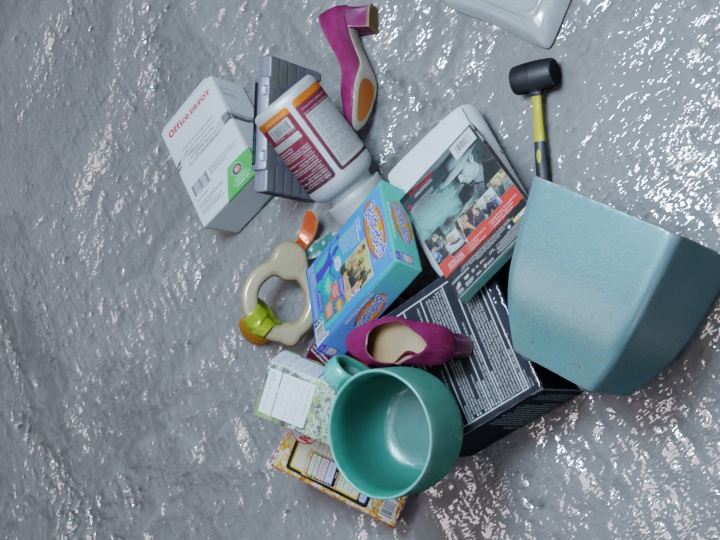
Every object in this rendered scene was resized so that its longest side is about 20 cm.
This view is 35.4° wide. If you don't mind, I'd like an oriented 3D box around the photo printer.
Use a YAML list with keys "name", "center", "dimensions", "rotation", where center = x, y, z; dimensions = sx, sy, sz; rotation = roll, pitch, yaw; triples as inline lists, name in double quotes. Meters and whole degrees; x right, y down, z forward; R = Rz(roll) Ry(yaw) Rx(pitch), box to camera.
- name: "photo printer"
  center: [0.138, -0.096, 1.527]
  dimensions: [0.166, 0.069, 0.202]
  rotation: [-41, 59, 28]

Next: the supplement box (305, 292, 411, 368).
- name: "supplement box"
  center: [-0.005, 0.107, 1.636]
  dimensions: [0.109, 0.060, 0.202]
  rotation: [39, 109, 34]

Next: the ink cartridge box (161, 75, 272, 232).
- name: "ink cartridge box"
  center: [-0.220, -0.187, 1.818]
  dimensions: [0.146, 0.083, 0.202]
  rotation: [-41, 62, 28]

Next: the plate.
- name: "plate"
  center: [0.214, -0.428, 1.525]
  dimensions: [0.198, 0.032, 0.203]
  rotation: [33, 106, 36]

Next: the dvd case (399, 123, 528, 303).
- name: "dvd case"
  center: [0.137, -0.076, 1.434]
  dimensions: [0.146, 0.022, 0.201]
  rotation: [-47, 45, 18]

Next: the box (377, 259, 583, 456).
- name: "box"
  center: [0.151, 0.110, 1.470]
  dimensions: [0.197, 0.122, 0.203]
  rotation: [-34, 64, 30]

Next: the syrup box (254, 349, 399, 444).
- name: "syrup box"
  center: [-0.034, 0.184, 1.515]
  dimensions: [0.197, 0.081, 0.080]
  rotation: [20, 101, 9]

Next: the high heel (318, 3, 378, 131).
- name: "high heel"
  center: [-0.029, -0.301, 1.680]
  dimensions: [0.094, 0.067, 0.204]
  rotation: [-2, 80, 28]

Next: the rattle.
- name: "rattle"
  center: [-0.111, 0.017, 1.749]
  dimensions: [0.128, 0.143, 0.204]
  rotation: [15, 79, 6]

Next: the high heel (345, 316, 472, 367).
- name: "high heel"
  center: [0.039, 0.088, 1.425]
  dimensions: [0.197, 0.095, 0.069]
  rotation: [-6, 81, 39]

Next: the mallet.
- name: "mallet"
  center: [0.228, -0.177, 1.492]
  dimensions: [0.065, 0.041, 0.204]
  rotation: [2, 91, 37]

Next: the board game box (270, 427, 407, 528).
- name: "board game box"
  center: [-0.009, 0.245, 1.582]
  dimensions: [0.197, 0.046, 0.154]
  rotation: [25, 103, 10]

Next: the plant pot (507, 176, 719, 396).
- name: "plant pot"
  center: [0.284, 0.033, 1.315]
  dimensions: [0.194, 0.195, 0.203]
  rotation: [26, 98, 36]

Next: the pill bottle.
- name: "pill bottle"
  center: [-0.053, -0.169, 1.618]
  dimensions: [0.109, 0.110, 0.201]
  rotation: [-31, 101, 32]

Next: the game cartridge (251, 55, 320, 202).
- name: "game cartridge"
  center: [-0.112, -0.212, 1.705]
  dimensions: [0.038, 0.129, 0.204]
  rotation: [-1, 85, 39]

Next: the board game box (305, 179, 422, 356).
- name: "board game box"
  center: [0.000, 0.000, 1.548]
  dimensions: [0.200, 0.044, 0.154]
  rotation: [-49, 36, 35]

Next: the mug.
- name: "mug"
  center: [0.047, 0.181, 1.389]
  dimensions: [0.150, 0.114, 0.189]
  rotation: [-20, 77, 31]
